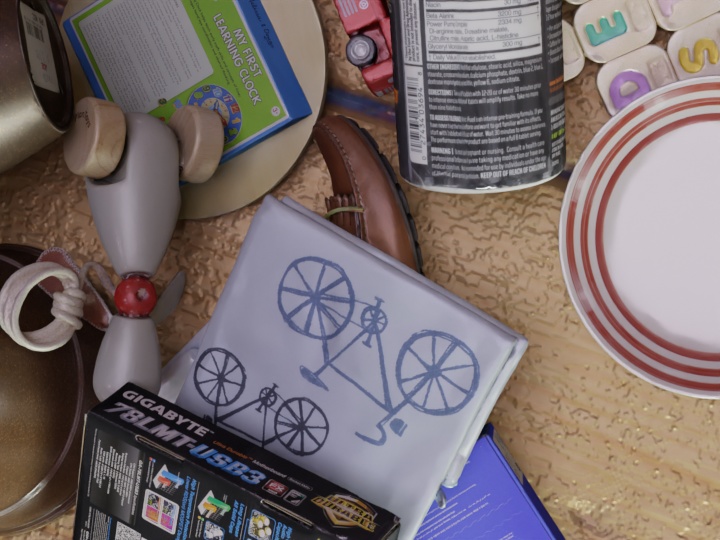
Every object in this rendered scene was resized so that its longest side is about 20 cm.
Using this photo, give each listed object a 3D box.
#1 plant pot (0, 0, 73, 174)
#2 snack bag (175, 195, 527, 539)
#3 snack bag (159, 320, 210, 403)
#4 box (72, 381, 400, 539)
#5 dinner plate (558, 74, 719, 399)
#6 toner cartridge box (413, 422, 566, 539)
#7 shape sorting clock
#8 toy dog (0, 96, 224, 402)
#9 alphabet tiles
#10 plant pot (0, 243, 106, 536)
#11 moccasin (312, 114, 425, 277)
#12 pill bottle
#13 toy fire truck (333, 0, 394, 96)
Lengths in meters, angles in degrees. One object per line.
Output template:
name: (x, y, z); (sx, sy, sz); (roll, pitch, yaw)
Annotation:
plant pot: (-0.284, -0.109, 0.965); (0.198, 0.187, 0.189); (-12, 85, 7)
snack bag: (-0.020, 0.084, 0.973); (0.188, 0.021, 0.201); (29, 101, 18)
snack bag: (-0.056, 0.115, 1.058); (0.200, 0.021, 0.189); (-45, 79, 7)
box: (-0.086, 0.196, 0.969); (0.197, 0.050, 0.202); (22, 120, 20)
dinner plate: (0.224, -0.021, 0.999); (0.198, 0.024, 0.202); (0, 90, 11)
toner cartridge box: (0.024, 0.190, 1.007); (0.199, 0.043, 0.095); (-33, 89, 10)
shape sorting clock: (-0.115, -0.136, 1.070); (0.198, 0.039, 0.202); (2, 96, 21)
toy dog: (-0.158, -0.020, 1.023); (0.131, 0.096, 0.201); (30, 75, -27)
alphabet tiles: (0.167, -0.202, 0.998); (0.194, 0.015, 0.201); (-23, 98, 7)
plant pot: (-0.277, 0.071, 1.008); (0.198, 0.198, 0.202); (-2, 83, 16)
moccasin: (0.000, 0.000, 1.022); (0.077, 0.074, 0.203); (-14, 90, -7)
pill bottle: (0.069, -0.155, 0.957); (0.105, 0.106, 0.202); (0, 107, 12)
toy fire truck: (0.033, -0.230, 1.037); (0.140, 0.049, 0.202); (-22, 84, 9)
